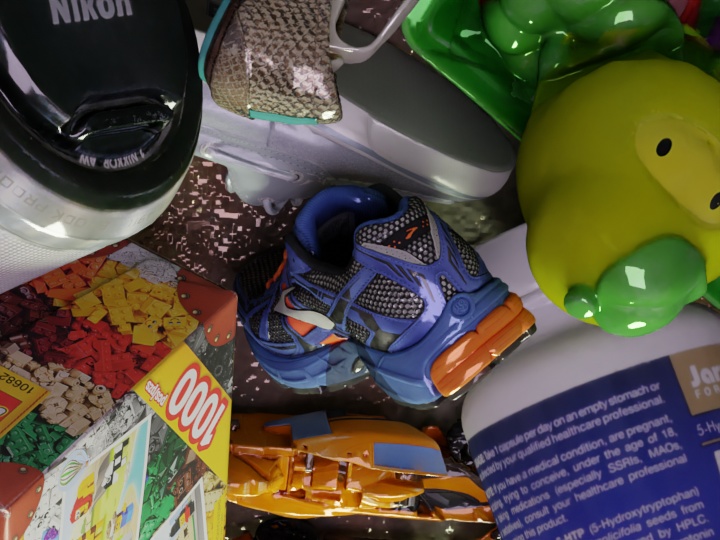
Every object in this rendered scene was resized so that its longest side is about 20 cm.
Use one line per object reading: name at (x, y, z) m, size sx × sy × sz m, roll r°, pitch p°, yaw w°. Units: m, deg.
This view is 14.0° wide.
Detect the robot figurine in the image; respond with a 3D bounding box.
robot figurine at (0.028, 0.120, 1.280) m, size 0.199 × 0.058 × 0.145 m, roll 4°, pitch 116°, yaw -6°

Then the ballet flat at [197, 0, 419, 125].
ballet flat at (0.005, -0.142, 1.101) m, size 0.075 × 0.068 × 0.200 m, roll 16°, pitch 72°, yaw 10°

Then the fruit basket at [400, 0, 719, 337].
fruit basket at (0.120, -0.069, 1.120) m, size 0.215 × 0.216 × 0.156 m, roll 39°, pitch 107°, yaw -20°

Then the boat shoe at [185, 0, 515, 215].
boat shoe at (-0.038, -0.064, 1.188) m, size 0.200 × 0.070 × 0.072 m, roll 22°, pitch 121°, yaw -9°

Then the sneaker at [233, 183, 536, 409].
sneaker at (0.000, 0.000, 1.159) m, size 0.075 × 0.200 × 0.079 m, roll -36°, pitch 105°, yaw -22°

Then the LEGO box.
LEGO box at (-0.123, 0.105, 1.155) m, size 0.077 × 0.149 × 0.200 m, roll 26°, pitch 136°, yaw 22°

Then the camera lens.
camera lens at (-0.171, -0.062, 1.093) m, size 0.200 × 0.160 × 0.160 m, roll -23°, pitch 118°, yaw 34°

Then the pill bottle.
pill bottle at (0.109, 0.078, 1.195) m, size 0.119 × 0.120 × 0.200 m, roll -21°, pitch 80°, yaw 6°
